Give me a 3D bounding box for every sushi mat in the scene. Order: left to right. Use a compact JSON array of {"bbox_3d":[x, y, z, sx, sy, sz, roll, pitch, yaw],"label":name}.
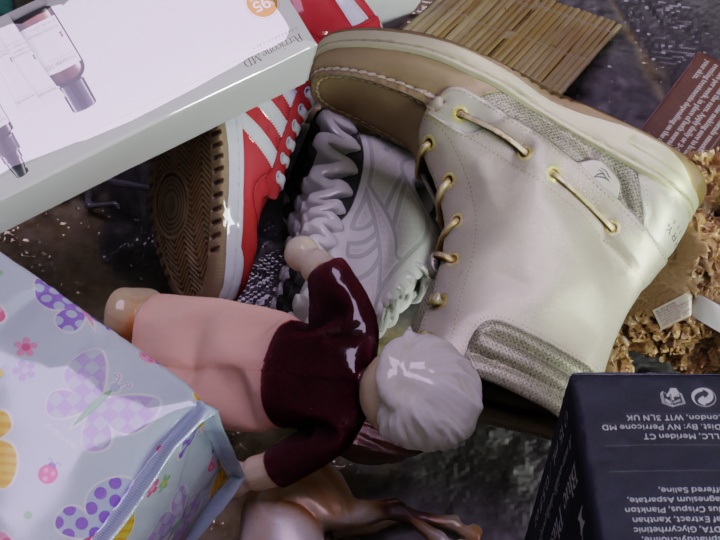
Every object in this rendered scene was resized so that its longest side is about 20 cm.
[{"bbox_3d":[0.064,-0.109,1.585,0.095,0.012,0.200,24,32,13],"label":"sushi mat"}]

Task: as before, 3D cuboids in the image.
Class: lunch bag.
[{"bbox_3d":[-0.178,0.107,1.308,0.169,0.127,0.200,33,72,17],"label":"lunch bag"}]

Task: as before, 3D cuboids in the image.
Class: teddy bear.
[{"bbox_3d":[0.149,0.007,1.467,0.199,0.067,0.146,-2,86,17],"label":"teddy bear"}]

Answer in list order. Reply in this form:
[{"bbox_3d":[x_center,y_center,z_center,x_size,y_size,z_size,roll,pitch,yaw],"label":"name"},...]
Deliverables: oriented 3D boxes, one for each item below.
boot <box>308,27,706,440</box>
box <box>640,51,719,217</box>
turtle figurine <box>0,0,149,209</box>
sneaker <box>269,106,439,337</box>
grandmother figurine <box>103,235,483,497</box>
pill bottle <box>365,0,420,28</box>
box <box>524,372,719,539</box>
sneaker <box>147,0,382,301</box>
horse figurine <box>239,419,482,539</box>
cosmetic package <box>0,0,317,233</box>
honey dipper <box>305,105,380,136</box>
[{"bbox_3d":[0.042,-0.018,1.407,0.200,0.072,0.155,24,71,11],"label":"boot"},{"bbox_3d":[0.232,-0.021,1.534,0.200,0.075,0.100,27,49,16],"label":"box"},{"bbox_3d":[-0.141,-0.125,1.549,0.200,0.101,0.150,29,50,23],"label":"turtle figurine"},{"bbox_3d":[0.000,0.000,1.475,0.081,0.075,0.200,18,43,-9],"label":"sneaker"},{"bbox_3d":[-0.031,0.045,1.366,0.200,0.122,0.060,9,1,37],"label":"grandmother figurine"},{"bbox_3d":[-0.052,-0.211,1.629,0.109,0.110,0.200,-25,57,-29],"label":"pill bottle"},{"bbox_3d":[0.137,0.178,1.253,0.117,0.197,0.200,0,49,-9],"label":"box"},{"bbox_3d":[-0.045,-0.074,1.481,0.112,0.071,0.201,7,75,-37],"label":"sneaker"},{"bbox_3d":[-0.016,0.135,1.366,0.132,0.050,0.200,20,49,1],"label":"horse figurine"},{"bbox_3d":[-0.126,-0.086,1.389,0.200,0.051,0.083,-28,79,-16],"label":"cosmetic package"},{"bbox_3d":[0.029,-0.073,1.569,0.199,0.038,0.038,11,47,2],"label":"honey dipper"}]
